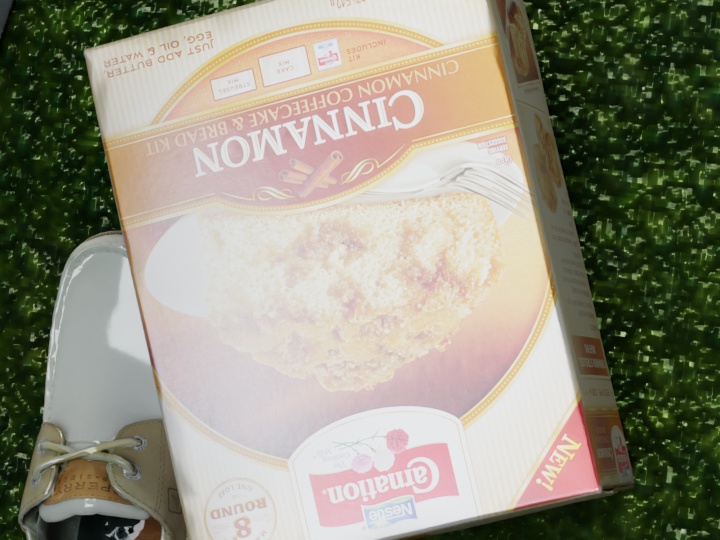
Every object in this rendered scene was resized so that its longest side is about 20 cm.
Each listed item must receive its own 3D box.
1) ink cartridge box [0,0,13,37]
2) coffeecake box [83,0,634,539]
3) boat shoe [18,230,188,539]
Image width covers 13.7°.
[{"bbox_3d":[-0.203,-0.105,1.205,0.119,0.042,0.200,23,97,21],"label":"ink cartridge box"},{"bbox_3d":[0.000,0.000,1.087,0.153,0.073,0.200,-14,84,14],"label":"coffeecake box"},{"bbox_3d":[-0.089,0.083,1.136,0.075,0.068,0.200,-9,86,23],"label":"boat shoe"}]
